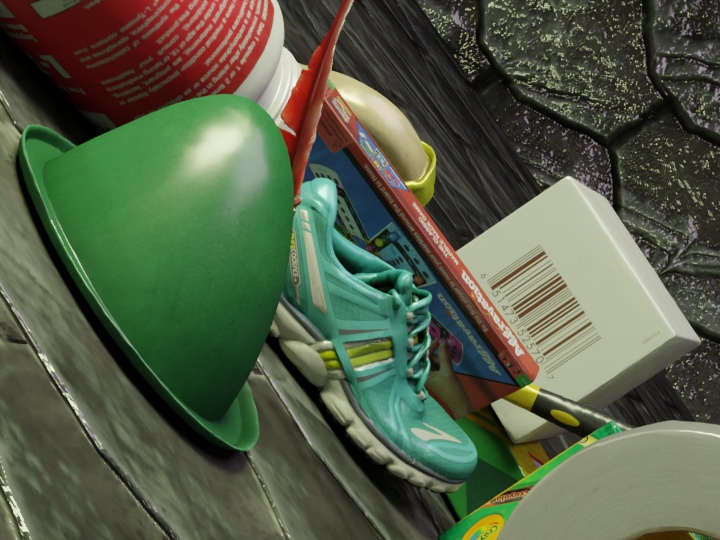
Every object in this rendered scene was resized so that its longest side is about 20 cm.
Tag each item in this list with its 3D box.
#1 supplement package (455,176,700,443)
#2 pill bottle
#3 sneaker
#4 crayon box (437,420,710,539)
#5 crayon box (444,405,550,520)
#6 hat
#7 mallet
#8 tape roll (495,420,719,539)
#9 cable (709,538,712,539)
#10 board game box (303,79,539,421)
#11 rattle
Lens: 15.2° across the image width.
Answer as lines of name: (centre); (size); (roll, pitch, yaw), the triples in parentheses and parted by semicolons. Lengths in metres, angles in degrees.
supplement package: (0.123, 0.026, 1.642); (0.117, 0.117, 0.200); (56, 8, 9)
pill bottle: (-0.108, -0.128, 1.307); (0.200, 0.112, 0.112); (48, 11, -39)
sneaker: (0.007, 0.038, 1.428); (0.200, 0.080, 0.078); (53, 9, -23)
crayon box: (0.143, 0.178, 1.519); (0.200, 0.119, 0.058); (46, 13, -48)
crayon box: (0.071, 0.102, 1.635); (0.200, 0.051, 0.127); (60, 10, 26)
hat: (-0.036, -0.049, 1.185); (0.200, 0.176, 0.166); (60, 10, 26)
mallet: (0.088, 0.079, 1.528); (0.200, 0.066, 0.041); (30, 23, 4)
tape roll: (0.160, 0.177, 1.345); (0.201, 0.200, 0.066); (56, 9, 6)
cable: (0.285, 0.141, 1.470); (0.199, 0.070, 0.200); (11, 5, 27)
board game box: (0.000, 0.000, 1.465); (0.200, 0.103, 0.019); (53, 34, -13)
rattle: (-0.065, -0.061, 1.575); (0.200, 0.143, 0.130); (37, -19, -16)
